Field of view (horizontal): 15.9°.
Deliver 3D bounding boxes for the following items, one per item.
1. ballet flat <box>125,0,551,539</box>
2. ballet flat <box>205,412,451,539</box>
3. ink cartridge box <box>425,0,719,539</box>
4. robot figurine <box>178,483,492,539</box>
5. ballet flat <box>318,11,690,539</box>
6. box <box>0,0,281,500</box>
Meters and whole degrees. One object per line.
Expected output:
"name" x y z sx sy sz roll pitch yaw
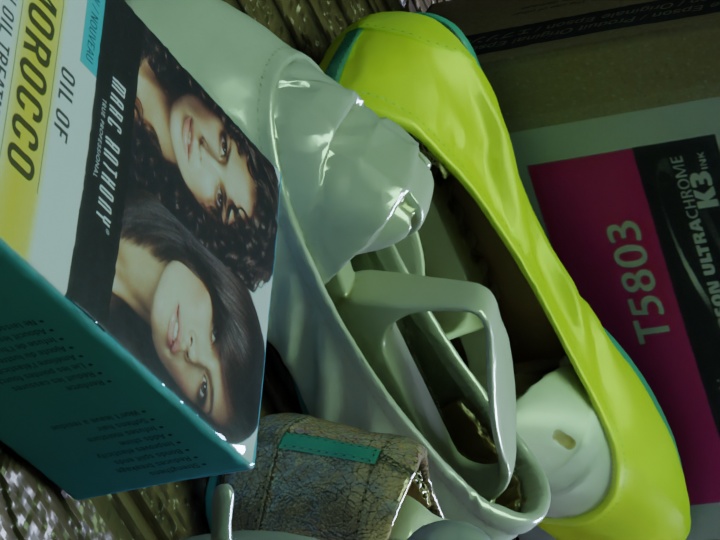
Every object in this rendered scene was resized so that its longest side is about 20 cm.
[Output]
"ballet flat" 0.000 0.000 0.690 0.200 0.069 0.070 64 28 -31
"ballet flat" 0.026 0.114 0.697 0.200 0.067 0.068 58 38 -40
"ink cartridge box" 0.112 0.004 0.815 0.201 0.164 0.075 69 28 -20
"robot figurine" -0.012 0.134 0.546 0.170 0.113 0.200 -53 133 -29
"ballet flat" 0.035 0.019 0.769 0.200 0.067 0.067 64 34 -17
"box" -0.085 -0.032 0.531 0.200 0.049 0.083 47 39 -50
